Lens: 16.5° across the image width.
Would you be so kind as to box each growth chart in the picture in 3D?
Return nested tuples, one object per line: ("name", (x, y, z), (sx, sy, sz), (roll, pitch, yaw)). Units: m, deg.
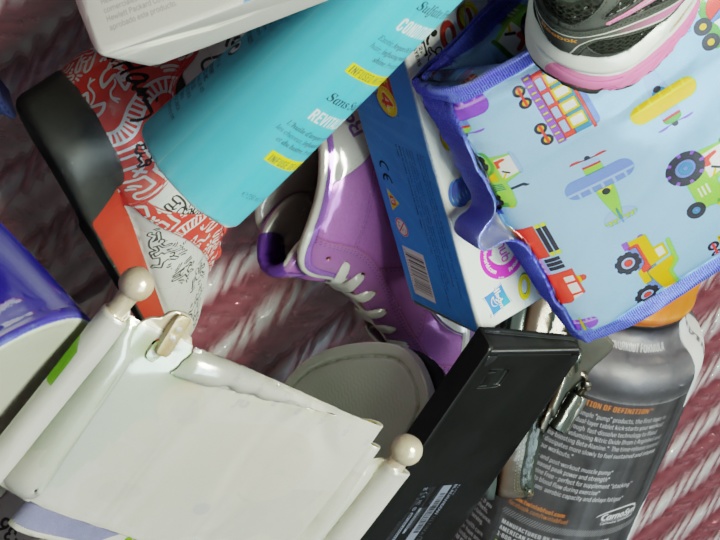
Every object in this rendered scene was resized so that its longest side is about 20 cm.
("growth chart", (-0.068, 0.088, 1.001), (0.145, 0.018, 0.200), (-46, 134, 14))

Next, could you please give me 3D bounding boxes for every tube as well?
("tube", (0.009, -0.098, 0.880), (0.200, 0.050, 0.077), (-42, 172, 15))

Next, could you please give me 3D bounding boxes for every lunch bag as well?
("lunch bag", (0.125, -0.070, 1.039), (0.200, 0.094, 0.151), (-38, 126, -7))

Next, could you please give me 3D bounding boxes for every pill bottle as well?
("pill bottle", (0.116, 0.066, 1.305), (0.106, 0.106, 0.200), (-13, 135, -37))

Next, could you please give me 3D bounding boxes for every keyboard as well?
("keyboard", (0.010, 0.104, 1.101), (0.127, 0.021, 0.200), (2, 128, -50))

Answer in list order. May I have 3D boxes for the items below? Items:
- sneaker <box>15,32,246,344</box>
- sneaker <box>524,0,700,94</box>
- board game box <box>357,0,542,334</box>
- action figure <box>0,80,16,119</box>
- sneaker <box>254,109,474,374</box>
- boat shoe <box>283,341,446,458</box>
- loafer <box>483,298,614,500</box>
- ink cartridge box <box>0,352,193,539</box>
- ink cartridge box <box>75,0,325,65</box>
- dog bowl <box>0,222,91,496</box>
("sneaker", (-0.064, -0.039, 1.020), (0.108, 0.067, 0.201), (-32, 154, -7))
("sneaker", (0.130, -0.162, 0.936), (0.200, 0.080, 0.086), (-62, 166, -7))
("board game box", (0.090, -0.106, 1.084), (0.196, 0.056, 0.200), (-30, 120, -23))
("action figure", (-0.183, -0.066, 0.877), (0.193, 0.105, 0.200), (-38, 145, 6))
("sneaker", (0.000, 0.000, 1.156), (0.114, 0.073, 0.201), (-23, 129, -27))
("boat shoe", (-0.012, 0.087, 1.186), (0.060, 0.076, 0.200), (-2, 160, -38))
("loafer", (0.101, 0.016, 1.198), (0.072, 0.063, 0.201), (10, 90, -87))
("ink cartridge box", (-0.114, 0.143, 1.141), (0.200, 0.116, 0.067), (-48, 146, 3))
("ink cartridge box", (-0.059, -0.181, 0.818), (0.116, 0.200, 0.067), (-19, 178, 12))
("dog bowl", (-0.197, 0.063, 0.947), (0.200, 0.079, 0.200), (-44, 169, -11))
